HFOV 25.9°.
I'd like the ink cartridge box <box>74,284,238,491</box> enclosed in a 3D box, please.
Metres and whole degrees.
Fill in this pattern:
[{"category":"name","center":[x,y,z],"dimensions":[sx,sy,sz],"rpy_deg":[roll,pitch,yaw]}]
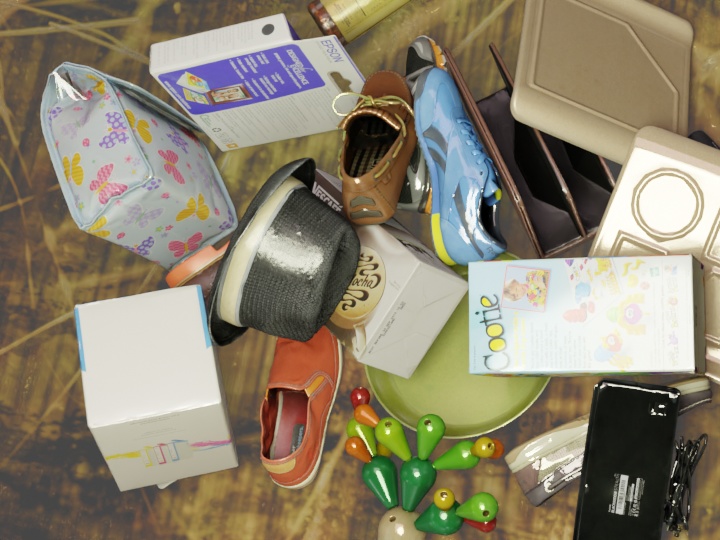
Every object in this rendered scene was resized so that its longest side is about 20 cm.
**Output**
[{"category":"ink cartridge box","center":[-0.196,0.122,1.536],"dimensions":[0.125,0.200,0.129],"rpy_deg":[-11,64,-4]}]

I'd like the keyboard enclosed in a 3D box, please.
[{"category":"keyboard","center":[0.248,0.198,1.397],"dimensions":[0.104,0.040,0.201],"rpy_deg":[9,99,13]}]

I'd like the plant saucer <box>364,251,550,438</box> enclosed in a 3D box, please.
[{"category":"plant saucer","center":[0.102,0.073,1.535],"dimensions":[0.199,0.031,0.201],"rpy_deg":[-8,64,16]}]

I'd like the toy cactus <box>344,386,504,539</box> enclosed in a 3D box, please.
[{"category":"toy cactus","center":[0.051,0.206,1.457],"dimensions":[0.200,0.102,0.165],"rpy_deg":[24,108,34]}]

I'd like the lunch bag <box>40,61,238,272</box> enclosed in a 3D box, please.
[{"category":"lunch bag","center":[-0.237,-0.123,1.655],"dimensions":[0.127,0.170,0.200],"rpy_deg":[-36,58,15]}]

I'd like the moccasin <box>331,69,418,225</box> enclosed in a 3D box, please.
[{"category":"moccasin","center":[0.011,-0.133,1.521],"dimensions":[0.073,0.078,0.202],"rpy_deg":[0,42,19]}]

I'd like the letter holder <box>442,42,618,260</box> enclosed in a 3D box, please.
[{"category":"letter holder","center":[0.170,-0.136,1.538],"dimensions":[0.100,0.142,0.200],"rpy_deg":[-26,61,6]}]

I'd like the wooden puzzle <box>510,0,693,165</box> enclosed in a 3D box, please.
[{"category":"wooden puzzle","center":[0.237,-0.194,1.535],"dimensions":[0.185,0.037,0.200],"rpy_deg":[21,56,-12]}]

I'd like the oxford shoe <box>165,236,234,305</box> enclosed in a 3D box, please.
[{"category":"oxford shoe","center":[-0.102,-0.015,1.635],"dimensions":[0.200,0.071,0.073],"rpy_deg":[-32,81,8]}]

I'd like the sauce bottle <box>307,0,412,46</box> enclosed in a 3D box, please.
[{"category":"sauce bottle","center":[0.038,-0.320,1.714],"dimensions":[0.200,0.066,0.066],"rpy_deg":[-34,60,0]}]

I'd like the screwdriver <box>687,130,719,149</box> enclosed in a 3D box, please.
[{"category":"screwdriver","center":[0.372,-0.061,1.495],"dimensions":[0.028,0.029,0.200],"rpy_deg":[-34,55,3]}]

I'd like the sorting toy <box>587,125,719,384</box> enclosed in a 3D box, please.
[{"category":"sorting toy","center":[0.312,-0.013,1.462],"dimensions":[0.185,0.036,0.200],"rpy_deg":[23,97,17]}]

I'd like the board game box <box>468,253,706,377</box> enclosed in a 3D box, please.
[{"category":"board game box","center":[0.206,0.044,1.421],"dimensions":[0.199,0.103,0.105],"rpy_deg":[-1,85,18]}]

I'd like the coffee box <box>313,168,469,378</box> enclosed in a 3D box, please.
[{"category":"coffee box","center":[0.000,0.000,1.532],"dimensions":[0.113,0.080,0.200],"rpy_deg":[-57,44,11]}]

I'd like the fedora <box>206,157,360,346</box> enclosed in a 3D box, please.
[{"category":"fedora","center":[-0.061,-0.001,1.444],"dimensions":[0.091,0.201,0.201],"rpy_deg":[28,78,13]}]

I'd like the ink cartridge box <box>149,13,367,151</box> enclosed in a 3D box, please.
[{"category":"ink cartridge box","center":[-0.089,-0.194,1.626],"dimensions":[0.199,0.198,0.044],"rpy_deg":[-8,67,15]}]

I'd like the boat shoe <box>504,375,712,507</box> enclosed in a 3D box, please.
[{"category":"boat shoe","center":[0.233,0.156,1.434],"dimensions":[0.200,0.072,0.065],"rpy_deg":[-23,83,0]}]

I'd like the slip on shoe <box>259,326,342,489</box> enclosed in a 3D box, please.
[{"category":"slip on shoe","center":[-0.063,0.114,1.558],"dimensions":[0.074,0.061,0.201],"rpy_deg":[-1,66,21]}]

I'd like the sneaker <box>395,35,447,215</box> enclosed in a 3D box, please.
[{"category":"sneaker","center":[0.053,-0.152,1.617],"dimensions":[0.077,0.078,0.201],"rpy_deg":[0,67,4]}]

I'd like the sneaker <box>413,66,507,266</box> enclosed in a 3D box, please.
[{"category":"sneaker","center":[0.105,-0.105,1.528],"dimensions":[0.078,0.066,0.201],"rpy_deg":[-13,82,38]}]
